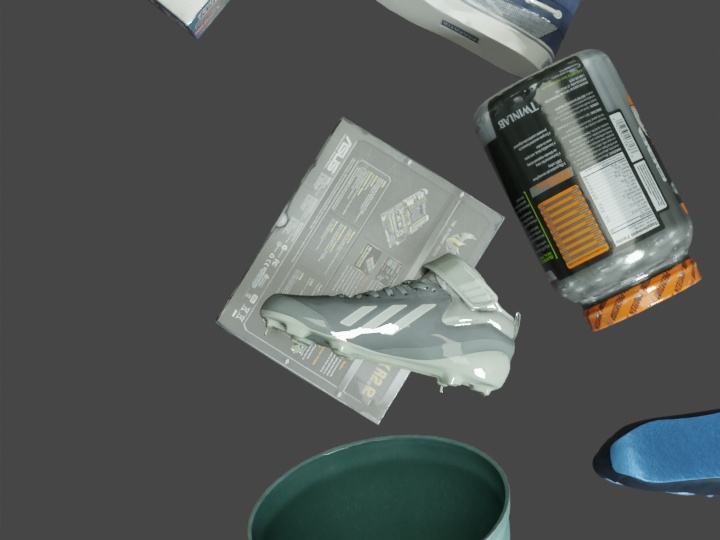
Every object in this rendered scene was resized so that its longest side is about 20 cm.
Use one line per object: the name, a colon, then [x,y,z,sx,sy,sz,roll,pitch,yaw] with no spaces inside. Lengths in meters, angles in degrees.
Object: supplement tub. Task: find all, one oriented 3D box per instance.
supplement tub: [0.182,-0.062,1.157,0.122,0.123,0.201,-26,87,0]

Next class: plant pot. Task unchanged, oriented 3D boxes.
plant pot: [0.023,0.236,1.124,0.199,0.200,0.135,-10,114,1]

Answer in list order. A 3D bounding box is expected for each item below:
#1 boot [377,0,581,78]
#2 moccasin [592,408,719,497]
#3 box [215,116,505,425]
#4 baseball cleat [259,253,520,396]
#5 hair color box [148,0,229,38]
boot: [0.083,-0.242,1.202,0.200,0.073,0.091,30,79,-4]
moccasin: [0.276,0.141,1.167,0.199,0.068,0.081,8,73,-21]
box: [0.000,0.000,1.194,0.158,0.048,0.200,31,88,1]
baseball cleat: [0.025,0.030,1.142,0.199,0.070,0.107,17,81,-9]
hair color box: [-0.183,-0.294,1.208,0.200,0.061,0.100,40,89,3]
